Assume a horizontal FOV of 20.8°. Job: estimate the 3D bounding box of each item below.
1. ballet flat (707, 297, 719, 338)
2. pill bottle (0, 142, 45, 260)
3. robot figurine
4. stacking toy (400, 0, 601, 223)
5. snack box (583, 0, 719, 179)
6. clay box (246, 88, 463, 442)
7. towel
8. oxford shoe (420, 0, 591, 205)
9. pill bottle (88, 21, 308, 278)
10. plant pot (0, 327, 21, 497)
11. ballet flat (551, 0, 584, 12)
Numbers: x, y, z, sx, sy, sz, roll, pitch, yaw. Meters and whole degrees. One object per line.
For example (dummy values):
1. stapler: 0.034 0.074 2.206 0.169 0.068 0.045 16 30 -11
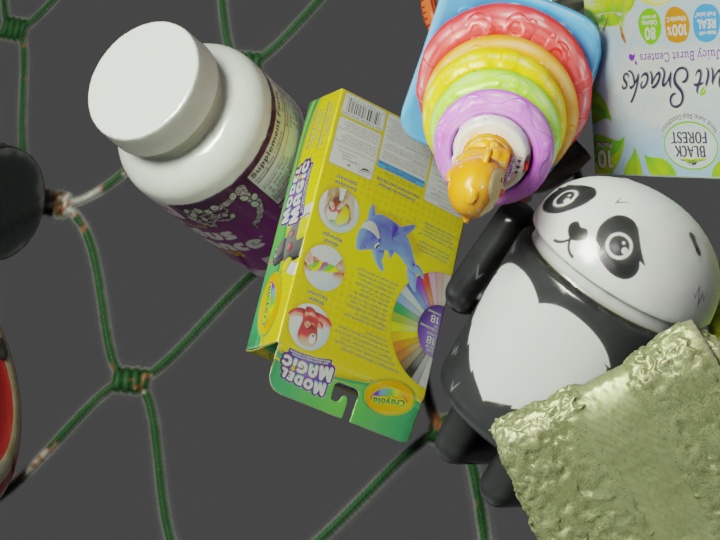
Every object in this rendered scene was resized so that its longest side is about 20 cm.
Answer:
1. ballet flat: 0.242 0.007 1.150 0.067 0.067 0.201 7 68 55
2. pill bottle: -0.338 -0.070 1.483 0.199 0.112 0.112 16 76 34
3. robot figurine: 0.123 0.042 1.137 0.150 0.125 0.201 29 108 -4
4. stacking toy: 0.077 -0.081 1.134 0.109 0.200 0.117 19 116 0
5. snack box: 0.208 -0.126 1.142 0.200 0.053 0.143 6 104 62
6. clay box: 0.000 0.000 1.250 0.047 0.114 0.201 -13 57 57
7. towel: 0.171 0.140 1.071 0.148 0.036 0.201 -28 98 13
8. oxford shoe: 0.093 -0.139 1.293 0.072 0.071 0.201 -25 71 12
9. pill bottle: -0.090 -0.079 1.288 0.112 0.200 0.113 -13 61 25
10. plant pot: -0.344 0.100 1.361 0.181 0.201 0.202 -10 62 15
11. ballet flat: 0.153 -0.221 1.299 0.199 0.064 0.068 -30 57 15
